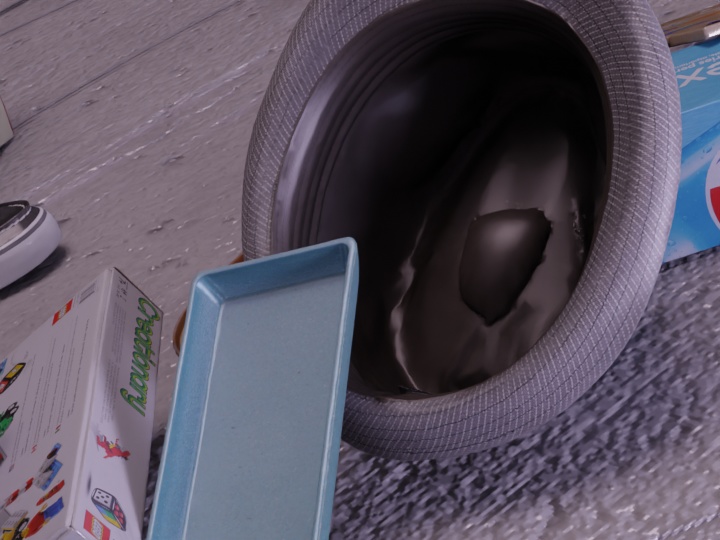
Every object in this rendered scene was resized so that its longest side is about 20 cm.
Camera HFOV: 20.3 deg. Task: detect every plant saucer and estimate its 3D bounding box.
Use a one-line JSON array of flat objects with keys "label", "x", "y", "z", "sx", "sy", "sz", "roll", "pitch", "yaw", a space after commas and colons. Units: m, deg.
[{"label": "plant saucer", "x": -0.038, "y": 0.081, "z": 0.674, "sx": 0.070, "sy": 0.019, "sz": 0.201, "roll": -13, "pitch": 51, "yaw": 26}]

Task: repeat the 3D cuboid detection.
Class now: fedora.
[{"label": "fedora", "x": 0.047, "y": -0.023, "z": 0.755, "sx": 0.176, "sy": 0.090, "sz": 0.201, "roll": -1, "pitch": 75, "yaw": 28}]

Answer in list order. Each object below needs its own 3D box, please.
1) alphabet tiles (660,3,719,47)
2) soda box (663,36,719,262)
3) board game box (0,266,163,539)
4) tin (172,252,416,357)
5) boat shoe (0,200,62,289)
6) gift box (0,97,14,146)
[{"label": "alphabet tiles", "x": 0.147, "y": -0.110, "z": 0.927, "sx": 0.199, "sy": 0.008, "sz": 0.167, "roll": -21, "pitch": 7, "yaw": -17}, {"label": "soda box", "x": 0.161, "y": -0.058, "z": 0.832, "sx": 0.199, "sy": 0.064, "sz": 0.068, "roll": -19, "pitch": 25, "yaw": 8}, {"label": "board game box", "x": -0.133, "y": 0.088, "z": 0.758, "sx": 0.126, "sy": 0.035, "sz": 0.200, "roll": -40, "pitch": 21, "yaw": 16}, {"label": "tin", "x": 0.000, "y": 0.000, "z": 0.878, "sx": 0.112, "sy": 0.042, "sz": 0.200, "roll": 4, "pitch": 35, "yaw": 36}, {"label": "boat shoe", "x": -0.260, "y": -0.009, "z": 1.069, "sx": 0.199, "sy": 0.066, "sz": 0.070, "roll": -15, "pitch": 26, "yaw": 15}, {"label": "gift box", "x": -0.342, "y": -0.098, "z": 1.193, "sx": 0.199, "sy": 0.185, "sz": 0.187, "roll": -16, "pitch": 16, "yaw": 19}]
